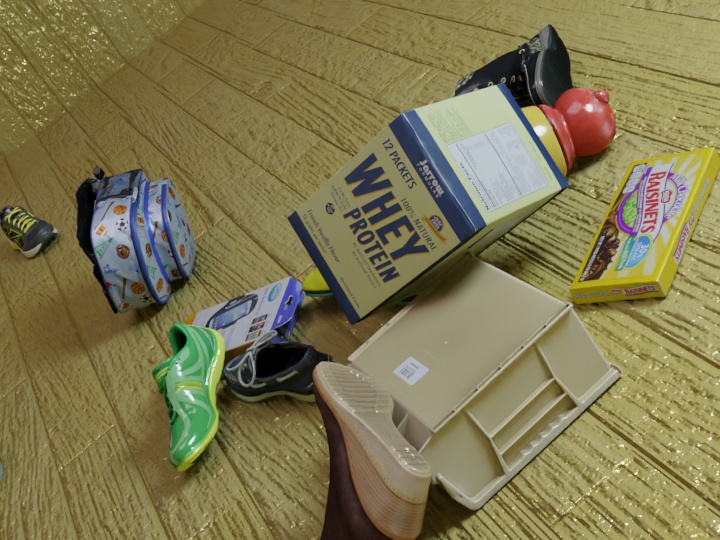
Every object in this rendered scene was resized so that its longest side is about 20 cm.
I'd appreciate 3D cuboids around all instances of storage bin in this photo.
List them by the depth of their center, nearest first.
[{"bbox_3d":[0.101,0.099,1.130,0.198,0.094,0.200,-41,27,-8],"label":"storage bin"}]

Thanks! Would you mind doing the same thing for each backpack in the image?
[{"bbox_3d":[-0.329,-0.036,1.786,0.152,0.202,0.192,-13,35,14],"label":"backpack"}]

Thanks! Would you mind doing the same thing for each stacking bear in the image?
[{"bbox_3d":[0.201,-0.144,1.393,0.198,0.122,0.114,-26,39,2],"label":"stacking bear"}]

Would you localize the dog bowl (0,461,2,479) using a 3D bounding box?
[{"bbox_3d":[-0.577,0.308,1.647,0.198,0.059,0.201,-28,28,16],"label":"dog bowl"}]

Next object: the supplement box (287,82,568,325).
[{"bbox_3d":[0.072,-0.071,1.253,0.199,0.135,0.199,-39,-9,39],"label":"supplement box"}]

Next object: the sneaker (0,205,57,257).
[{"bbox_3d":[-0.664,-0.081,2.352,0.075,0.085,0.199,-49,29,-23],"label":"sneaker"}]

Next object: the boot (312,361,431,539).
[{"bbox_3d":[-0.017,0.192,1.047,0.200,0.071,0.168,50,123,52],"label":"boot"}]

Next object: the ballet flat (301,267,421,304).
[{"bbox_3d":[0.000,0.000,1.431,0.066,0.068,0.198,-11,10,-39],"label":"ballet flat"}]

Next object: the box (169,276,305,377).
[{"bbox_3d":[-0.152,0.079,1.530,0.198,0.042,0.120,-19,31,27],"label":"box"}]

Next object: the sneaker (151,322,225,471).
[{"bbox_3d":[-0.210,0.147,1.406,0.074,0.083,0.202,-45,31,35],"label":"sneaker"}]

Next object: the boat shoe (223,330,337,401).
[{"bbox_3d":[-0.103,0.112,1.387,0.199,0.062,0.075,2,50,53],"label":"boat shoe"}]

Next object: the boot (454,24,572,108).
[{"bbox_3d":[0.199,-0.237,1.583,0.152,0.074,0.205,-27,24,25],"label":"boot"}]

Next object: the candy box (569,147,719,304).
[{"bbox_3d":[0.290,-0.047,1.213,0.101,0.027,0.201,-6,40,41],"label":"candy box"}]
